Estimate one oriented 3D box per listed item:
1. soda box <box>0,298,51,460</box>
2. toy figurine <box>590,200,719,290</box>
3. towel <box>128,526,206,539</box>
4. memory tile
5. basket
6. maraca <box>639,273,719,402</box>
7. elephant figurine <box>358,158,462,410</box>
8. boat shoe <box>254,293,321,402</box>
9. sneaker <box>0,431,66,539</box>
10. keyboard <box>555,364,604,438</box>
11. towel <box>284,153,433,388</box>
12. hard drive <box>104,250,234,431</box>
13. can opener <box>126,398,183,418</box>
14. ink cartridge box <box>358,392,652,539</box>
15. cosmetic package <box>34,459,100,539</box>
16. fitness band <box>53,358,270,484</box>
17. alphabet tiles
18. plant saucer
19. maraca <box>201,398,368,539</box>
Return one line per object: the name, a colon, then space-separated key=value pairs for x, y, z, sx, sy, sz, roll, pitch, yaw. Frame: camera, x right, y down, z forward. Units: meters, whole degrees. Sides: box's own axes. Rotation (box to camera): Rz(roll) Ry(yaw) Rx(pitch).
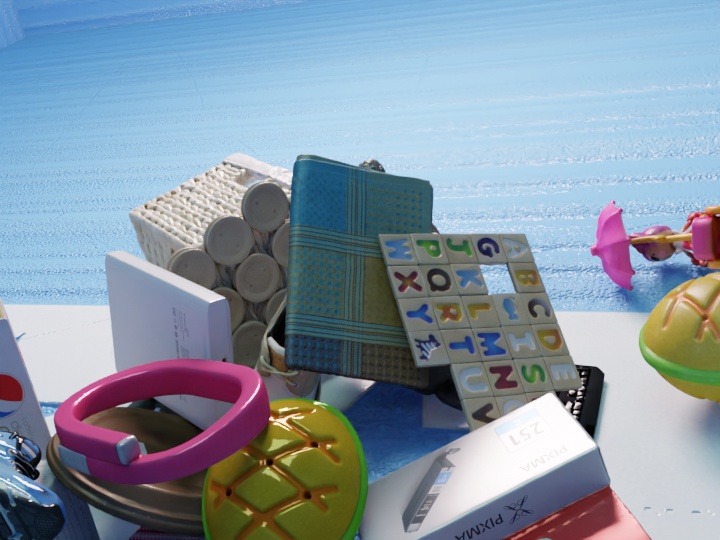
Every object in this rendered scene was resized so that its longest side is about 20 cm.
soda box: x=-0.335 y=0.130 z=0.975 sx=0.063 sy=0.203 sz=0.068 roll=-21 pitch=26 yaw=-18
toy figurine: x=0.346 y=-0.036 z=1.112 sx=0.182 sy=0.153 sz=0.198 roll=-2 pitch=4 yaw=42
towel: x=-0.165 y=0.273 z=0.817 sx=0.142 sy=0.023 sz=0.200 roll=-4 pitch=25 yaw=23
memory tile: x=-0.092 y=0.024 z=1.053 sx=0.153 sy=0.201 sz=0.017 roll=-44 pitch=27 yaw=-13
basket: x=-0.132 y=0.000 z=1.151 sx=0.159 sy=0.203 sz=0.197 roll=-27 pitch=28 yaw=-24
maraca: x=0.344 y=0.057 z=0.900 sx=0.196 sy=0.109 sz=0.138 roll=-4 pitch=29 yaw=16
elephant figurine: x=0.052 y=0.009 z=1.034 sx=0.153 sy=0.203 sz=0.141 roll=23 pitch=-3 yaw=-23
boat shoe: x=-0.067 y=0.081 z=0.969 sx=0.074 sy=0.203 sz=0.068 roll=18 pitch=-2 yaw=16
sneaker: x=-0.286 y=0.158 z=0.813 sx=0.198 sy=0.080 sz=0.089 roll=12 pitch=31 yaw=42
keyboard: x=0.159 y=0.132 z=0.932 sx=0.102 sy=0.040 sz=0.201 roll=-2 pitch=27 yaw=20
towel: x=0.000 y=0.000 z=0.942 sx=0.144 sy=0.204 sz=0.022 roll=11 pitch=-22 yaw=-22
hard drive: x=-0.185 y=0.067 z=0.993 sx=0.026 sy=0.135 sz=0.198 roll=-15 pitch=22 yaw=-36
can opener: x=-0.227 y=0.160 z=1.061 sx=0.067 sy=0.054 sz=0.200 roll=-34 pitch=7 yaw=43
ink cartridge box: x=0.101 y=0.193 z=0.791 sx=0.197 sy=0.045 sz=0.177 roll=-26 pitch=26 yaw=-3
cosmetic package: x=-0.287 y=0.252 z=0.824 sx=0.073 sy=0.103 sz=0.201 roll=-7 pitch=27 yaw=13
fitness band: x=-0.161 y=0.114 z=0.826 sx=0.198 sy=0.038 sz=0.143 roll=4 pitch=25 yaw=45
alphabet tiles: x=0.113 y=0.052 z=0.935 sx=0.164 sy=0.008 sz=0.203 roll=-1 pitch=59 yaw=-27
plant saucer: x=-0.174 y=0.169 z=0.904 sx=0.197 sy=0.030 sz=0.200 roll=19 pitch=11 yaw=-4
maraca: x=-0.062 y=0.192 z=0.807 sx=0.134 sy=0.108 sz=0.203 roll=-3 pitch=55 yaw=14
